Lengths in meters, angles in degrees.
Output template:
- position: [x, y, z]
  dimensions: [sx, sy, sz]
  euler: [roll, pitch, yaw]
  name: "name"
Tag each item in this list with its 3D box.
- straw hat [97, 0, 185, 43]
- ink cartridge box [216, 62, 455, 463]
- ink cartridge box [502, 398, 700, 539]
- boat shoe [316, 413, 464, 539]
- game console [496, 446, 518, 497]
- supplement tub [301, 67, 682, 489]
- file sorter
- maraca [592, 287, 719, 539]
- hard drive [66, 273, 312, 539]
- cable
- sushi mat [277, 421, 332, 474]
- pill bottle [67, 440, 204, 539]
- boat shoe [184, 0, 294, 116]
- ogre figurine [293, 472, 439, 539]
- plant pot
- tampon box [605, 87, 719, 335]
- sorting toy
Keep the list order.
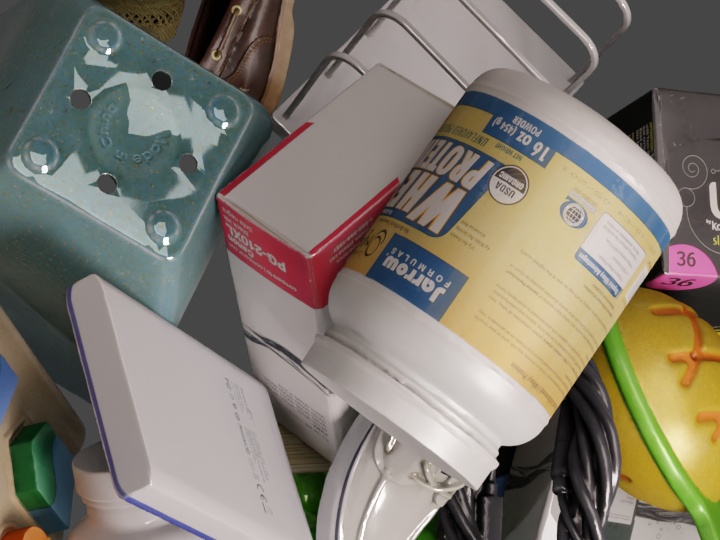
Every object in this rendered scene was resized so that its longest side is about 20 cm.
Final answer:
- position: [-0.158, -0.191, 1.397]
  dimensions: [0.199, 0.086, 0.202]
  euler: [7, 35, -5]
  name: "straw hat"
- position: [0.000, 0.000, 1.318]
  dimensions: [0.084, 0.201, 0.145]
  euler: [33, 59, 30]
  name: "ink cartridge box"
- position: [0.171, 0.170, 1.422]
  dimensions: [0.145, 0.084, 0.202]
  euler: [20, 72, -14]
  name: "ink cartridge box"
- position: [0.041, 0.106, 1.291]
  dimensions: [0.072, 0.065, 0.201]
  euler: [35, 80, -37]
  name: "boat shoe"
- position: [0.154, 0.167, 1.475]
  dimensions: [0.175, 0.031, 0.202]
  euler: [-17, 84, -25]
  name: "game console"
- position: [0.072, 0.005, 1.201]
  dimensions: [0.144, 0.145, 0.201]
  euler: [36, 83, -10]
  name: "supplement tub"
- position: [0.066, -0.134, 1.422]
  dimensions: [0.139, 0.125, 0.200]
  euler: [44, 61, -1]
  name: "file sorter"
- position: [0.195, 0.100, 1.340]
  dimensions: [0.106, 0.137, 0.201]
  euler: [-25, 95, 20]
  name: "maraca"
- position: [-0.094, 0.094, 1.231]
  dimensions: [0.025, 0.200, 0.133]
  euler: [-27, 60, 15]
  name: "hard drive"
- position: [0.099, 0.125, 1.301]
  dimensions: [0.050, 0.163, 0.202]
  euler: [9, 93, -28]
  name: "cable"
- position: [-0.024, 0.105, 1.388]
  dimensions: [0.198, 0.096, 0.012]
  euler: [-1, 118, -22]
  name: "sushi mat"
- position: [-0.118, 0.201, 1.283]
  dimensions: [0.103, 0.104, 0.202]
  euler: [-16, 105, -24]
  name: "pill bottle"
- position: [-0.075, -0.205, 1.448]
  dimensions: [0.070, 0.070, 0.202]
  euler: [16, 72, -22]
  name: "boat shoe"
- position: [-0.006, 0.193, 1.368]
  dimensions: [0.119, 0.098, 0.202]
  euler: [19, 77, -25]
  name: "ogre figurine"
- position: [-0.162, -0.056, 1.307]
  dimensions: [0.195, 0.200, 0.198]
  euler: [31, 68, -13]
  name: "plant pot"
- position: [0.218, -0.029, 1.454]
  dimensions: [0.148, 0.200, 0.128]
  euler: [3, 76, -21]
  name: "tampon box"
- position: [-0.211, 0.123, 1.240]
  dimensions: [0.186, 0.036, 0.201]
  euler: [63, 24, -44]
  name: "sorting toy"
